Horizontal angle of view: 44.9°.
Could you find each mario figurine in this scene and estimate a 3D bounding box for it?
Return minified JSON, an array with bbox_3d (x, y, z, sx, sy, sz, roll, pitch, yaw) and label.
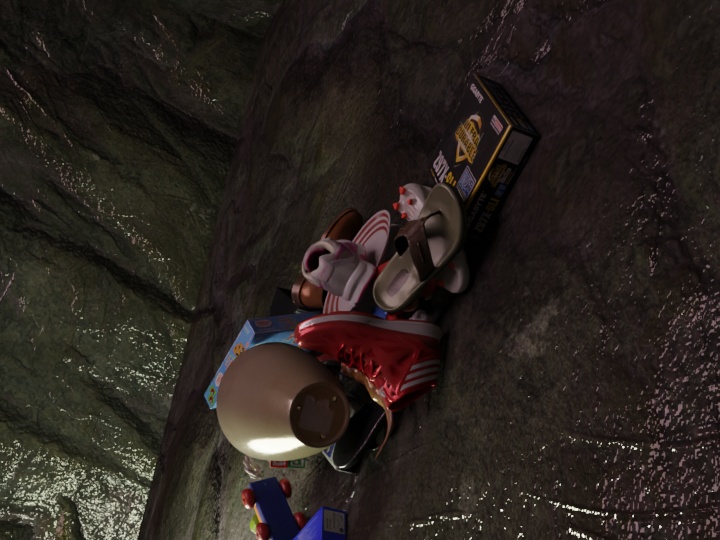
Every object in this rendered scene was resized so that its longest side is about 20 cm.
[{"bbox_3d":[0.063,0.063,1.271,0.106,0.123,0.200,-31,-28,-46],"label":"mario figurine"}]

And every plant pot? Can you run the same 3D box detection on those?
[{"bbox_3d":[-0.098,0.205,1.297,0.200,0.187,0.188,-4,70,66],"label":"plant pot"}]

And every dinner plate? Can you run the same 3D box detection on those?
[{"bbox_3d":[0.000,0.000,1.338,0.200,0.024,0.200,-56,15,24],"label":"dinner plate"}]

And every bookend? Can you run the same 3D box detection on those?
[{"bbox_3d":[-0.129,0.152,1.694,0.200,0.092,0.199,-154,81,-71],"label":"bookend"}]

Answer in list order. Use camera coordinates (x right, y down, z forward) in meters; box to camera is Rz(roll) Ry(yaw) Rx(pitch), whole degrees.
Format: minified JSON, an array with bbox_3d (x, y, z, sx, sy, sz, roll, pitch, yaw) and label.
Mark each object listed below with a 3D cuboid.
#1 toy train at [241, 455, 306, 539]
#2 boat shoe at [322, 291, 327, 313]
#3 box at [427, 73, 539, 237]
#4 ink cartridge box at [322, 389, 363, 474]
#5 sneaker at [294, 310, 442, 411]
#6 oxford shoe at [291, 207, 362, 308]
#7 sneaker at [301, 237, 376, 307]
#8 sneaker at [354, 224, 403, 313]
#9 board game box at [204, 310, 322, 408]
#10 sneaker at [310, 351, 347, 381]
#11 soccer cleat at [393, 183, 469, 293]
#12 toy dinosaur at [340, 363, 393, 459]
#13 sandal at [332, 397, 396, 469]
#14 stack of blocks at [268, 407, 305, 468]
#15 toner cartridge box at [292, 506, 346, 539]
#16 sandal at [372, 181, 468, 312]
[{"bbox_3d":[-0.170,0.412,1.521,0.200,0.085,0.116,57,144,41],"label":"toy train"},{"bbox_3d":[-0.025,0.031,1.541,0.075,0.075,0.202,115,174,-49],"label":"boat shoe"},{"bbox_3d":[0.161,-0.161,1.198,0.200,0.049,0.160,-102,33,-57],"label":"box"},{"bbox_3d":[-0.036,0.249,1.411,0.200,0.039,0.100,-157,85,-71],"label":"ink cartridge box"},{"bbox_3d":[0.009,0.122,1.153,0.078,0.200,0.116,82,-170,-61],"label":"sneaker"},{"bbox_3d":[-0.037,-0.018,1.475,0.071,0.071,0.200,12,65,35],"label":"oxford shoe"},{"bbox_3d":[-0.042,-0.014,1.285,0.081,0.088,0.200,-62,15,3],"label":"sneaker"},{"bbox_3d":[0.018,0.014,1.434,0.200,0.074,0.116,-62,16,3],"label":"sneaker"},{"bbox_3d":[-0.159,0.151,1.470,0.037,0.151,0.200,57,132,28],"label":"board game box"},{"bbox_3d":[-0.067,0.154,1.541,0.200,0.071,0.098,-37,40,58],"label":"sneaker"},{"bbox_3d":[0.115,-0.051,1.210,0.200,0.077,0.069,64,144,38],"label":"soccer cleat"},{"bbox_3d":[0.031,0.165,1.215,0.106,0.060,0.200,-68,26,16],"label":"toy dinosaur"},{"bbox_3d":[0.029,0.216,1.257,0.200,0.045,0.075,-52,29,14],"label":"sandal"},{"bbox_3d":[-0.130,0.279,1.528,0.200,0.059,0.115,134,138,-79],"label":"stack of blocks"},{"bbox_3d":[-0.081,0.453,1.342,0.095,0.043,0.200,-89,24,-44],"label":"toner cartridge box"},{"bbox_3d":[0.072,-0.023,1.137,0.080,0.057,0.201,48,119,32],"label":"sandal"}]
